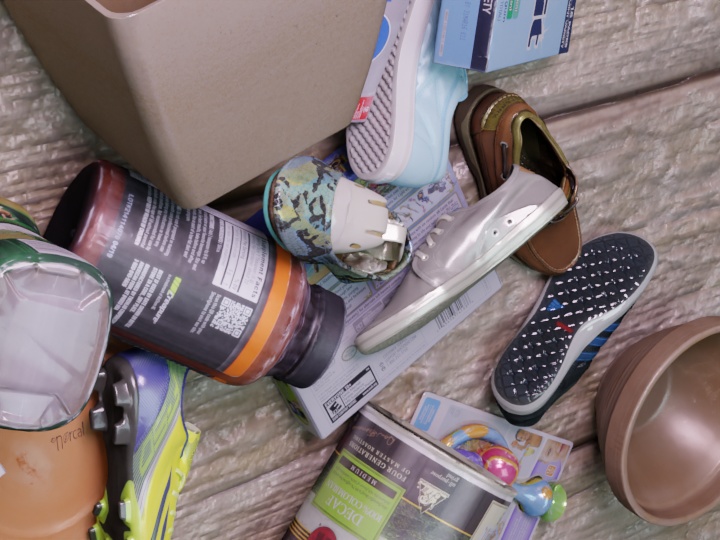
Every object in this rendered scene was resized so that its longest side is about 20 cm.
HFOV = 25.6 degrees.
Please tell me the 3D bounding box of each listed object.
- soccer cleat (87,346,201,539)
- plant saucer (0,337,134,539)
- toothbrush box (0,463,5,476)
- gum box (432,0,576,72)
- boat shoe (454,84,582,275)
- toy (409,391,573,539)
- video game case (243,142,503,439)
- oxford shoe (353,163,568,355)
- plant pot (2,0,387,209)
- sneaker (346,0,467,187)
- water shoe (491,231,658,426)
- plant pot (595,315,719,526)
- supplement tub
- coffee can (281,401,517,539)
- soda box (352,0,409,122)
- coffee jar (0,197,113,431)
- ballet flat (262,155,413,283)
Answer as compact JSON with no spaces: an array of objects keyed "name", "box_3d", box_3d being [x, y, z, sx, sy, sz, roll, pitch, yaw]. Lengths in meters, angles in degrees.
[{"name":"soccer cleat","box_3d":[-0.145,0.146,1.116,0.084,0.065,0.200,-13,116,-36]},{"name":"plant saucer","box_3d":[-0.224,0.128,1.109,0.200,0.032,0.201,-17,119,-33]},{"name":"toothbrush box","box_3d":[-0.315,0.050,0.927,0.086,0.146,0.200,-41,130,-16]},{"name":"gum box","box_3d":[0.117,-0.237,1.145,0.200,0.044,0.170,-26,126,-63]},{"name":"boat shoe","box_3d":[0.140,-0.060,1.287,0.072,0.068,0.200,-47,131,-14]},{"name":"toy","box_3d":[0.112,0.187,1.387,0.200,0.047,0.115,22,93,-42]},{"name":"video game case","box_3d":[0.000,0.000,1.219,0.200,0.045,0.181,-39,129,-18]},{"name":"oxford shoe","box_3d":[0.068,-0.009,1.205,0.200,0.075,0.058,-40,87,-8]},{"name":"plant pot","box_3d":[-0.103,-0.160,0.982,0.200,0.200,0.177,-31,137,-24]},{"name":"sneaker","box_3d":[0.041,-0.157,1.152,0.082,0.074,0.200,10,89,-42]},{"name":"water shoe","box_3d":[0.182,0.048,1.383,0.200,0.071,0.079,-46,158,-15]},{"name":"plant pot","box_3d":[0.285,0.127,1.467,0.201,0.093,0.201,-15,117,-32]},{"name":"supplement tub","box_3d":[-0.110,0.012,1.062,0.200,0.107,0.107,26,92,-23]},{"name":"coffee can","box_3d":[0.013,0.225,1.261,0.146,0.146,0.200,32,87,-42]},{"name":"soda box","box_3d":[-0.007,-0.200,1.072,0.063,0.070,0.200,-5,130,-36]},{"name":"coffee jar","box_3d":[-0.221,0.016,0.949,0.085,0.200,0.104,12,99,-30]},{"name":"ballet flat","box_3d":[-0.006,-0.033,1.069,0.074,0.074,0.200,-62,164,1]}]
